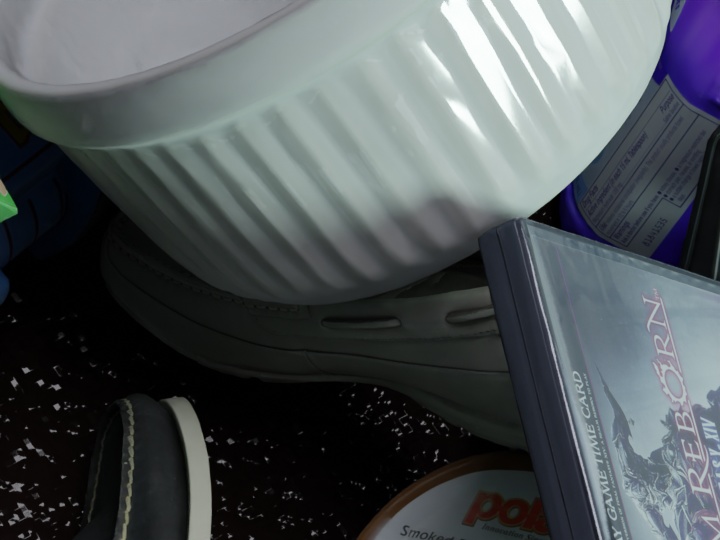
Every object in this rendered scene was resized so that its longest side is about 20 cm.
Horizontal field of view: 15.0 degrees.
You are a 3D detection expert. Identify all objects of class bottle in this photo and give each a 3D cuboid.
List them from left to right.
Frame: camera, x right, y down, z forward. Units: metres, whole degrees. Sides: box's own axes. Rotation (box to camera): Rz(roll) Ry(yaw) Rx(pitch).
[{"bbox_3d":[0.130,-0.074,0.914,0.065,0.200,0.084,27,54,-2],"label":"bottle"}]

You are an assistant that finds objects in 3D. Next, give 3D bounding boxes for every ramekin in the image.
[{"bbox_3d":[-0.003,-0.082,0.798,0.105,0.200,0.201,53,47,-30],"label":"ramekin"}]

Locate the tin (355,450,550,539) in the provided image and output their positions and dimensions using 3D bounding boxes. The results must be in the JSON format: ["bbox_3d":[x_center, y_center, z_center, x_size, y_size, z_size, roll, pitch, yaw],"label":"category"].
[{"bbox_3d":[0.026,0.144,0.790,0.112,0.042,0.201,12,65,29],"label":"tin"}]

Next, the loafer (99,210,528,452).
[{"bbox_3d":[0.000,0.000,0.852,0.199,0.070,0.070,12,38,31],"label":"loafer"}]

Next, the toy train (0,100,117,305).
[{"bbox_3d":[-0.140,-0.041,0.866,0.114,0.087,0.200,46,55,3],"label":"toy train"}]

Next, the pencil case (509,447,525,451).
[{"bbox_3d":[0.086,0.112,0.858,0.087,0.078,0.201,24,51,-30],"label":"pencil case"}]

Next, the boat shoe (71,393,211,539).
[{"bbox_3d":[-0.086,0.119,0.793,0.067,0.072,0.201,19,57,-14],"label":"boat shoe"}]

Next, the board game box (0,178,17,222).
[{"bbox_3d":[-0.209,-0.022,0.784,0.200,0.029,0.135,-32,68,10],"label":"board game box"}]

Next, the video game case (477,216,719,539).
[{"bbox_3d":[0.112,0.069,0.779,0.200,0.019,0.144,17,54,-51],"label":"video game case"}]

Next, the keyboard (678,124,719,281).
[{"bbox_3d":[0.164,-0.023,0.898,0.021,0.128,0.200,25,34,35],"label":"keyboard"}]
